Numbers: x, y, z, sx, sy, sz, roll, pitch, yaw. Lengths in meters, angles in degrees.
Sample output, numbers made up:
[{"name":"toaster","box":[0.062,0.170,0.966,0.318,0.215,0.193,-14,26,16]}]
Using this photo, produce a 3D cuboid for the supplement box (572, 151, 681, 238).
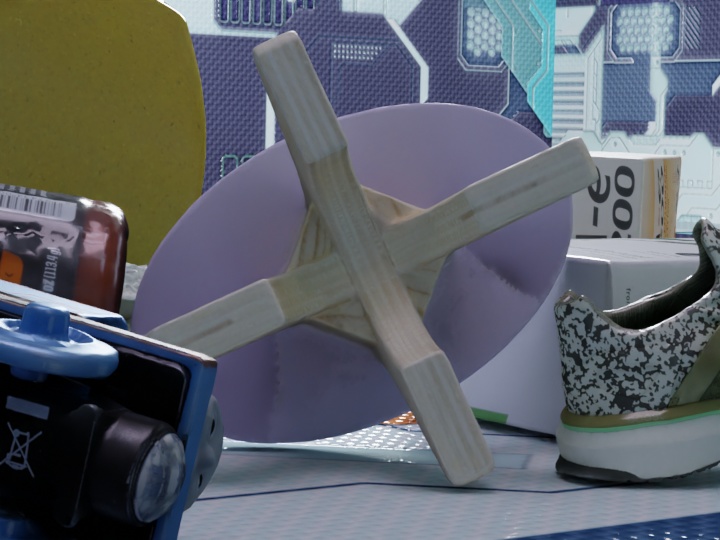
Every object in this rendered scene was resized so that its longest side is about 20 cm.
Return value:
[{"name":"supplement box","box":[0.146,-0.008,1.254,0.073,0.127,0.200,4,5,15]}]

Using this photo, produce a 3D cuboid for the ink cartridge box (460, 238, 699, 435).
[{"name":"ink cartridge box","box":[0.143,0.029,1.004,0.199,0.085,0.146,-2,6,-37]}]

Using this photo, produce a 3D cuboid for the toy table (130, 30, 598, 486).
[{"name":"toy table","box":[0.000,0.000,0.849,0.199,0.184,0.117,-36,-1,-4]}]

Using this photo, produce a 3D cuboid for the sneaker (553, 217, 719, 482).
[{"name":"sneaker","box":[0.164,0.018,0.838,0.198,0.089,0.077,-18,13,-11]}]

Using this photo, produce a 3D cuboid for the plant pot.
[{"name":"plant pot","box":[-0.201,-0.078,1.167,0.195,0.202,0.193,27,-14,-38]}]

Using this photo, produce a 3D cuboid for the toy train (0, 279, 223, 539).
[{"name":"toy train","box":[-0.132,0.036,0.652,0.199,0.087,0.114,14,6,21]}]

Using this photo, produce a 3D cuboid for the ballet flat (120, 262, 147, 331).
[{"name":"ballet flat","box":[-0.113,0.032,1.052,0.198,0.072,0.072,-1,4,-23]}]

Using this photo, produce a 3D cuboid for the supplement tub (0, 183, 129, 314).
[{"name":"supplement tub","box":[-0.197,0.010,0.833,0.198,0.108,0.107,9,3,-9]}]
